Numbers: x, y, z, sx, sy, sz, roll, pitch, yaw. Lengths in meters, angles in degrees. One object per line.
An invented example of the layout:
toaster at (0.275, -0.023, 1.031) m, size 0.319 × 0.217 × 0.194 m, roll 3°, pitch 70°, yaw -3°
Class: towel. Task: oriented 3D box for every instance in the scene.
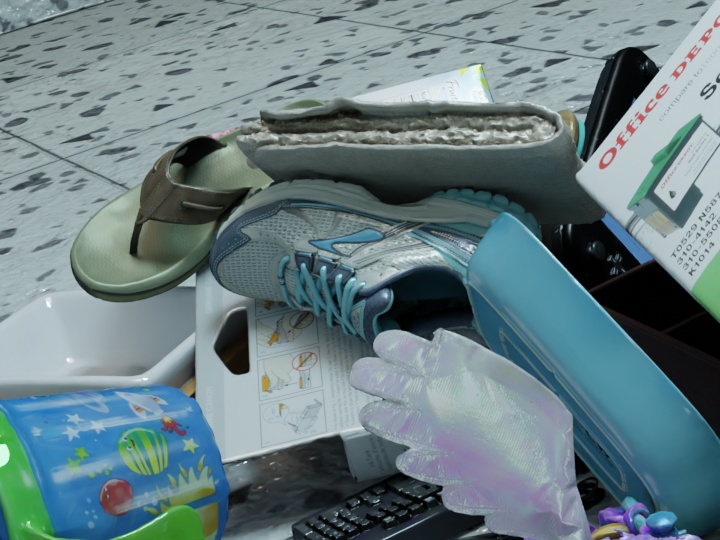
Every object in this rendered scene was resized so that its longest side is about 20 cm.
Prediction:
towel at (0.038, -0.061, 0.916) m, size 0.198 × 0.035 × 0.132 m, roll 3°, pitch -15°, yaw 22°

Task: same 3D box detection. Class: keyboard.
keyboard at (0.066, 0.118, 0.845) m, size 0.198 × 0.021 × 0.127 m, roll -23°, pitch 22°, yaw -23°

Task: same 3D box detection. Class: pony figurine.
pony figurine at (0.067, 0.137, 0.644) m, size 0.191 × 0.168 × 0.200 m, roll 20°, pitch 17°, yaw -4°

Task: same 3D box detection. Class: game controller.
game controller at (0.179, -0.053, 1.032) m, size 0.042 × 0.104 × 0.201 m, roll -29°, pitch 31°, yaw 48°

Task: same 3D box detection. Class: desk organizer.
desk organizer at (0.197, 0.064, 0.791) m, size 0.071 × 0.078 × 0.199 m, roll -23°, pitch 28°, yaw -26°

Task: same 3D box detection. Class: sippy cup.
sippy cup at (-0.144, 0.121, 0.829) m, size 0.129 × 0.141 × 0.178 m, roll -13°, pitch 49°, yaw -31°

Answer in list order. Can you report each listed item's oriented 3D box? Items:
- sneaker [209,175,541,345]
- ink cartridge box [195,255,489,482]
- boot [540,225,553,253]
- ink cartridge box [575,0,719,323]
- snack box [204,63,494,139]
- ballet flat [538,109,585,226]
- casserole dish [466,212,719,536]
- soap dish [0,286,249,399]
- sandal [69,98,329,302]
sneaker at (0.000, 0.000, 0.895) m, size 0.198 × 0.078 × 0.087 m, roll -2°, pitch 44°, yaw 20°
ink cartridge box at (-0.011, 0.043, 0.942) m, size 0.172 × 0.044 × 0.201 m, roll -15°, pitch 38°, yaw 6°
boot at (0.200, -0.055, 1.107) m, size 0.199 × 0.098 × 0.074 m, roll -27°, pitch 24°, yaw -33°
ink cartridge box at (0.203, -0.045, 0.745) m, size 0.147 × 0.084 × 0.200 m, roll -52°, pitch 25°, yaw 9°
snack box at (0.004, -0.049, 1.113) m, size 0.198 × 0.169 × 0.068 m, roll -16°, pitch 60°, yaw -1°
ballet flat at (0.082, -0.043, 1.041) m, size 0.072 × 0.200 × 0.068 m, roll 16°, pitch 60°, yaw -6°
casserole dish at (0.112, 0.058, 0.775) m, size 0.039 × 0.121 × 0.200 m, roll -37°, pitch 62°, yaw -7°
soap dish at (-0.164, 0.075, 1.016) m, size 0.198 × 0.082 × 0.157 m, roll -1°, pitch 23°, yaw 29°
sandal at (-0.102, -0.057, 0.999) m, size 0.200 × 0.058 × 0.080 m, roll -36°, pitch 57°, yaw -11°
